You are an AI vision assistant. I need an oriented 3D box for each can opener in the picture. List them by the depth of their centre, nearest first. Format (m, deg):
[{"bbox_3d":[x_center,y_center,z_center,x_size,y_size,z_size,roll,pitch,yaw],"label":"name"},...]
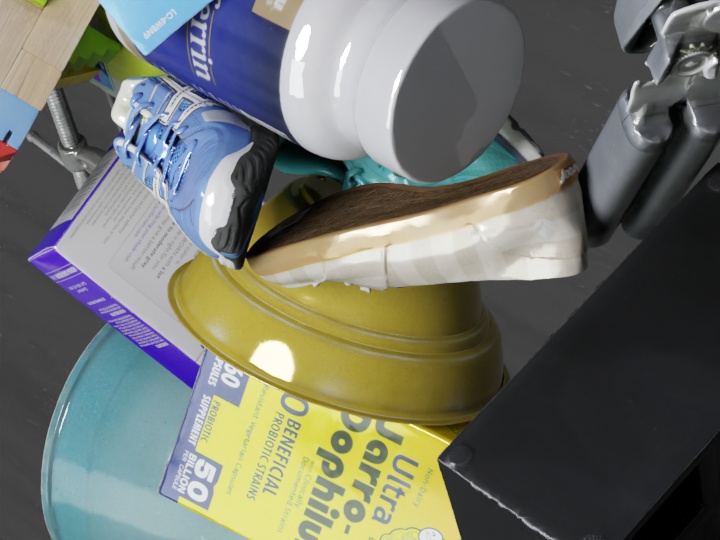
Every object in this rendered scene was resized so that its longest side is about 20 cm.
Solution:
[{"bbox_3d":[0.133,-0.081,0.952,0.200,0.053,0.067,112,147,-63],"label":"can opener"}]

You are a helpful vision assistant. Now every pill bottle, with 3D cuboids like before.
[{"bbox_3d":[-0.024,-0.123,1.049,0.200,0.116,0.116,29,149,35],"label":"pill bottle"}]

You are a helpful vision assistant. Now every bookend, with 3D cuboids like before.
[{"bbox_3d":[0.147,0.094,1.002,0.092,0.199,0.200,33,157,31],"label":"bookend"}]

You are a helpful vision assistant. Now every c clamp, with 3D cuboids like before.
[{"bbox_3d":[-0.196,-0.112,1.457,0.171,0.027,0.200,35,153,28],"label":"c clamp"}]

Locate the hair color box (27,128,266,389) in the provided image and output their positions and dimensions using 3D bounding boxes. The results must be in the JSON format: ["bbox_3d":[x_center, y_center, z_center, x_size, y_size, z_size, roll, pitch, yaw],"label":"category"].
[{"bbox_3d":[-0.089,0.009,1.306,0.200,0.109,0.065,39,159,-14],"label":"hair color box"}]

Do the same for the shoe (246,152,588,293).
[{"bbox_3d":[0.025,-0.011,1.039,0.200,0.070,0.054,-10,111,40],"label":"shoe"}]

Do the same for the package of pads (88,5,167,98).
[{"bbox_3d":[-0.127,-0.171,1.207,0.154,0.068,0.200,33,152,31],"label":"package of pads"}]

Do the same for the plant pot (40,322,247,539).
[{"bbox_3d":[-0.081,0.136,1.453,0.187,0.200,0.200,16,142,28],"label":"plant pot"}]

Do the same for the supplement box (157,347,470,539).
[{"bbox_3d":[0.007,0.106,1.191,0.199,0.109,0.109,24,110,15],"label":"supplement box"}]

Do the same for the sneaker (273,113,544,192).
[{"bbox_3d":[0.030,-0.048,1.113,0.200,0.080,0.078,26,147,39],"label":"sneaker"}]

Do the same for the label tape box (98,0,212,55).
[{"bbox_3d":[-0.107,-0.226,1.007,0.143,0.066,0.200,-37,98,21],"label":"label tape box"}]

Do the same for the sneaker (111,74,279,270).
[{"bbox_3d":[-0.089,-0.055,1.100,0.077,0.076,0.200,17,-169,-14],"label":"sneaker"}]

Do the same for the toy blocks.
[{"bbox_3d":[-0.212,-0.089,1.190,0.100,0.137,0.200,30,160,-13],"label":"toy blocks"}]

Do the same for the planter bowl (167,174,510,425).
[{"bbox_3d":[0.000,0.000,1.174,0.200,0.200,0.084,32,116,32],"label":"planter bowl"}]
